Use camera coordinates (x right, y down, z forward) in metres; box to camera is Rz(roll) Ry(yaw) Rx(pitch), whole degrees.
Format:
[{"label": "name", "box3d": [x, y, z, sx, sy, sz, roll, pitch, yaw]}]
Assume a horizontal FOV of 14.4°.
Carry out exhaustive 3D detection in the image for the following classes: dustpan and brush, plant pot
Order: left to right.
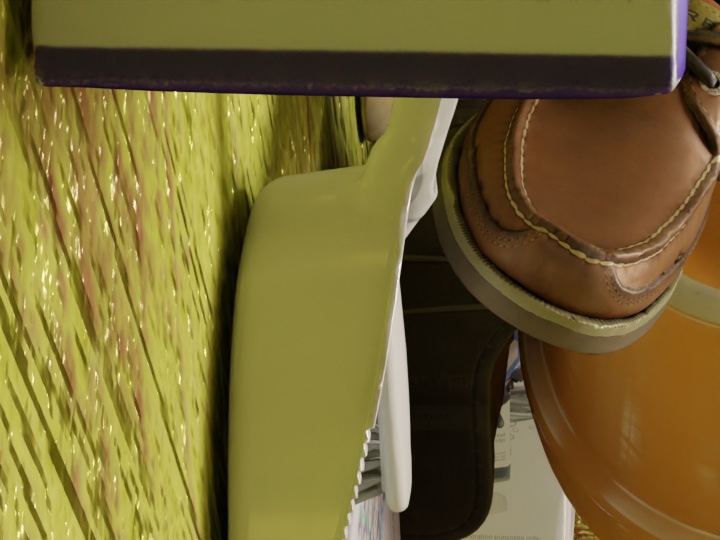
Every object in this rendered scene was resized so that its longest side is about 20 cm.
[{"label": "dustpan and brush", "box3d": [0.000, 0.000, 0.700, 0.140, 0.057, 0.200, -80, 171, -58]}, {"label": "plant pot", "box3d": [0.145, -0.001, 0.962, 0.183, 0.200, 0.200, 65, 27, -65]}]

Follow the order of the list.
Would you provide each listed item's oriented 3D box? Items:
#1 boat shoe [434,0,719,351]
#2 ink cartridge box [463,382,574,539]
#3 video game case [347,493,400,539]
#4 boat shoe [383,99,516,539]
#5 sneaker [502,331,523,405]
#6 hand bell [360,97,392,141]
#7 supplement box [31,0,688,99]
[{"label": "boat shoe", "box3d": [0.074, -0.051, 0.791, 0.068, 0.072, 0.200, -61, -178, 31]}, {"label": "ink cartridge box", "box3d": [0.056, 0.045, 1.251, 0.146, 0.085, 0.200, -72, 165, -74]}, {"label": "video game case", "box3d": [-0.005, 0.123, 0.909, 0.200, 0.024, 0.182, -83, 173, -46]}, {"label": "boat shoe", "box3d": [0.022, 0.005, 0.983, 0.068, 0.072, 0.200, -88, -173, -47]}, {"label": "sneaker", "box3d": [0.047, -0.019, 1.113, 0.072, 0.072, 0.200, -31, -143, 66]}, {"label": "hand bell", "box3d": [0.103, -0.098, 1.058, 0.104, 0.200, 0.104, 1, 90, -85]}, {"label": "supplement box", "box3d": [0.008, -0.092, 0.515, 0.200, 0.101, 0.104, -64, 155, -80]}]
